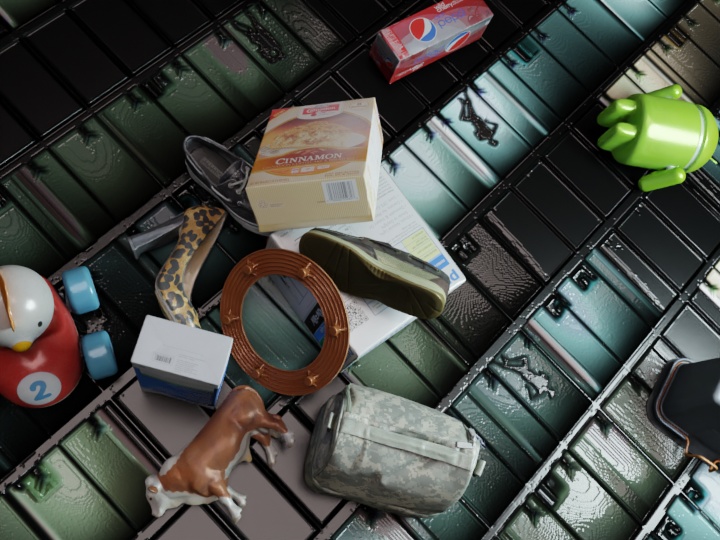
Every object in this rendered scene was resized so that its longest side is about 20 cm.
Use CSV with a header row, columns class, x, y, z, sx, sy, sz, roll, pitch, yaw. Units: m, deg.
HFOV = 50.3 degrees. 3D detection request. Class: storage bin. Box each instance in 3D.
class,x,y,z,sx,sy,sz,roll,pitch,yaw
storage bin,0.544,0.217,1.113,0.200,0.134,0.146,36,68,2

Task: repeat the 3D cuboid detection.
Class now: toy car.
class,x,y,z,sx,sy,sz,roll,pitch,yaw
toy car,-0.408,0.067,0.916,0.183,0.200,0.178,-17,76,-17

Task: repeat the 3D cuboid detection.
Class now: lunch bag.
class,x,y,z,sx,sy,sz,roll,pitch,yaw
lunch bag,0.041,0.231,0.979,0.199,0.168,0.140,18,69,-7

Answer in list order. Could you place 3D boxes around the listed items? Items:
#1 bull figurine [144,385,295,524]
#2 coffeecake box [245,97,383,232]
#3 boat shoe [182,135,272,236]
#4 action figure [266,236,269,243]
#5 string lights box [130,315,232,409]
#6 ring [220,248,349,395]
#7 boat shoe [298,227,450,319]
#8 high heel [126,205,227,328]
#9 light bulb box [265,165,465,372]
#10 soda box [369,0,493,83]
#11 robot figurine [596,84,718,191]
class,x,y,z,sx,sy,sz,roll,pitch,yaw
bull figurine,-0.180,0.245,0.982,0.121,0.065,0.200,39,70,-2
coffeecake box,-0.055,-0.145,1.027,0.153,0.073,0.201,-5,39,10
boat shoe,-0.172,-0.124,1.080,0.200,0.068,0.072,40,73,16
action figure,-0.081,-0.118,1.132,0.065,0.052,0.200,31,73,5
string lights box,-0.218,0.119,0.941,0.102,0.200,0.059,17,70,-7
ring,-0.105,0.070,1.002,0.201,0.200,0.019,52,28,7
boat shoe,0.020,-0.005,0.976,0.200,0.072,0.066,24,41,9
high heel,-0.214,0.006,1.049,0.142,0.071,0.201,-26,74,-18
light bulb box,0.000,0.000,1.069,0.198,0.125,0.200,-33,83,-20
soda box,0.115,-0.385,1.251,0.199,0.070,0.064,-30,81,-20
robot figurine,0.493,-0.224,1.257,0.199,0.116,0.176,7,72,-10
